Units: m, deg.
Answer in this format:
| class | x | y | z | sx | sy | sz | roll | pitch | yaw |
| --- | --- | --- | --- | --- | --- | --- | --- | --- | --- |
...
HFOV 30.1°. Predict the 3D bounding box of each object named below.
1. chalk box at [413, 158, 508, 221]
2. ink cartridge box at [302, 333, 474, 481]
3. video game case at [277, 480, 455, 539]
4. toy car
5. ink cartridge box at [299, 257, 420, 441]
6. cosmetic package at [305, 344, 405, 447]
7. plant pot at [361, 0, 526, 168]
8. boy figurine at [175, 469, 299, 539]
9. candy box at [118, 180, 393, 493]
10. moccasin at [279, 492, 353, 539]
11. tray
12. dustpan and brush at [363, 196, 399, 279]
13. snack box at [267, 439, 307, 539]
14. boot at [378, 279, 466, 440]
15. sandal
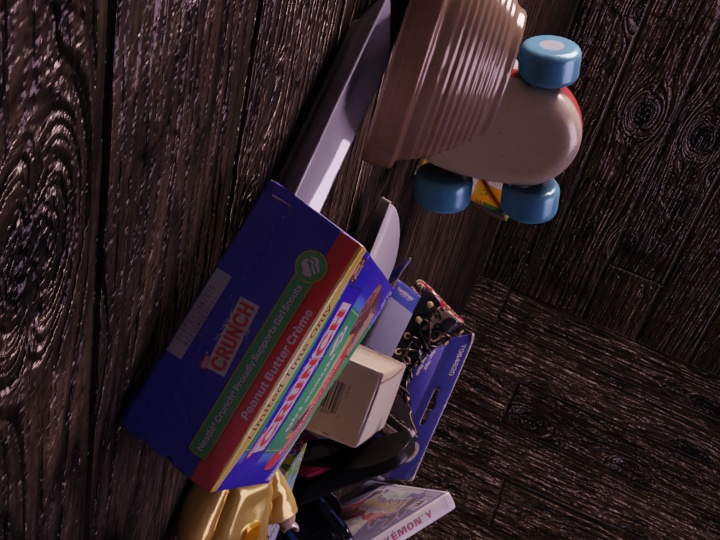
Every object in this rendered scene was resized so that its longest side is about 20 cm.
| class | x | y | z | sx | sy | sz | roll | pitch | yaw |
| --- | --- | --- | --- | --- | --- | --- | --- | --- | --- |
| chalk box | 0.152 | -0.142 | 1.671 | 0.200 | 0.123 | 0.126 | 3 | 110 | -82 |
| ink cartridge box | 0.025 | 0.155 | 1.577 | 0.199 | 0.041 | 0.201 | -14 | -137 | 52 |
| video game case | -0.018 | 0.279 | 1.424 | 0.181 | 0.023 | 0.200 | -28 | -173 | -24 |
| toy car | 0.142 | -0.182 | 1.401 | 0.201 | 0.175 | 0.186 | -78 | 173 | -57 |
| ink cartridge box | 0.000 | 0.088 | 1.442 | 0.119 | 0.042 | 0.201 | -36 | -155 | 55 |
| cosmetic package | -0.024 | 0.105 | 1.239 | 0.200 | 0.103 | 0.074 | 6 | 106 | -83 |
| plant pot | 0.072 | -0.169 | 1.052 | 0.201 | 0.092 | 0.203 | -163 | -90 | -89 |
| boy figurine | -0.093 | 0.198 | 1.068 | 0.124 | 0.064 | 0.202 | 2 | 105 | -46 |
| candy box | -0.058 | 0.049 | 0.859 | 0.170 | 0.077 | 0.200 | -57 | 169 | -3 |
| moccasin | -0.049 | 0.255 | 1.363 | 0.200 | 0.068 | 0.081 | -130 | -154 | -69 |
| tray | -0.027 | -0.092 | 0.953 | 0.107 | 0.022 | 0.202 | 87 | 26 | -75 |
| dustpan and brush | 0.000 | 0.000 | 1.336 | 0.141 | 0.057 | 0.200 | -67 | 166 | -1 |
| snack box | -0.117 | 0.261 | 1.224 | 0.142 | 0.053 | 0.201 | -57 | 166 | -59 |
| boot | 0.052 | 0.101 | 1.490 | 0.151 | 0.073 | 0.200 | -47 | -157 | 5 |
| sandal | -0.035 | 0.185 | 1.302 | 0.199 | 0.045 | 0.075 | -25 | -164 | 33 |
